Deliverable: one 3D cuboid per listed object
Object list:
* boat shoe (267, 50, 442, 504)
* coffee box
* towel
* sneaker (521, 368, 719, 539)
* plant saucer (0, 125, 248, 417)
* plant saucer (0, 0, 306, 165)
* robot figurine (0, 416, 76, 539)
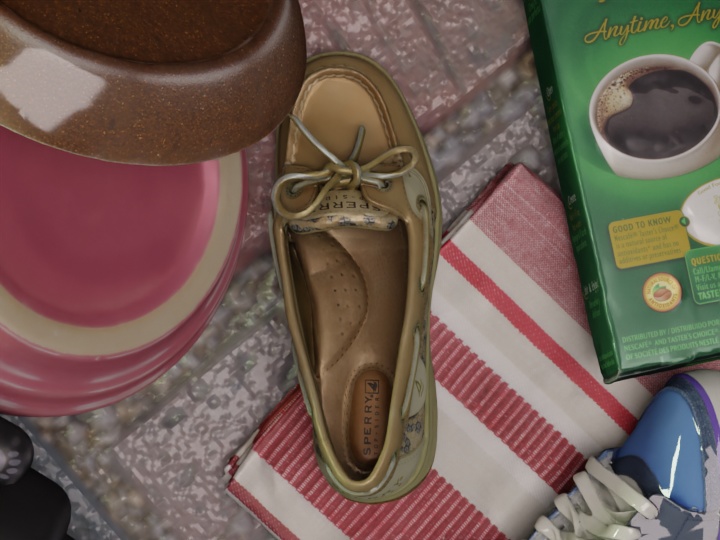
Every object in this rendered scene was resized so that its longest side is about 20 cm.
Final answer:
[{"bbox_3d":[0.000,0.000,1.291,0.073,0.063,0.200,-9,83,7],"label":"boat shoe"},{"bbox_3d":[0.146,-0.060,1.310,0.123,0.044,0.200,-12,84,-7],"label":"coffee box"},{"bbox_3d":[0.053,0.068,1.348,0.144,0.023,0.200,43,91,-13],"label":"towel"},{"bbox_3d":[0.084,0.136,1.308,0.146,0.081,0.200,4,112,-26],"label":"sneaker"},{"bbox_3d":[-0.124,-0.038,1.248,0.200,0.051,0.201,1,88,-36],"label":"plant saucer"},{"bbox_3d":[-0.109,-0.126,1.219,0.200,0.200,0.034,20,131,-11],"label":"plant saucer"},{"bbox_3d":[-0.202,0.115,1.262,0.200,0.125,0.150,31,89,-7],"label":"robot figurine"}]
